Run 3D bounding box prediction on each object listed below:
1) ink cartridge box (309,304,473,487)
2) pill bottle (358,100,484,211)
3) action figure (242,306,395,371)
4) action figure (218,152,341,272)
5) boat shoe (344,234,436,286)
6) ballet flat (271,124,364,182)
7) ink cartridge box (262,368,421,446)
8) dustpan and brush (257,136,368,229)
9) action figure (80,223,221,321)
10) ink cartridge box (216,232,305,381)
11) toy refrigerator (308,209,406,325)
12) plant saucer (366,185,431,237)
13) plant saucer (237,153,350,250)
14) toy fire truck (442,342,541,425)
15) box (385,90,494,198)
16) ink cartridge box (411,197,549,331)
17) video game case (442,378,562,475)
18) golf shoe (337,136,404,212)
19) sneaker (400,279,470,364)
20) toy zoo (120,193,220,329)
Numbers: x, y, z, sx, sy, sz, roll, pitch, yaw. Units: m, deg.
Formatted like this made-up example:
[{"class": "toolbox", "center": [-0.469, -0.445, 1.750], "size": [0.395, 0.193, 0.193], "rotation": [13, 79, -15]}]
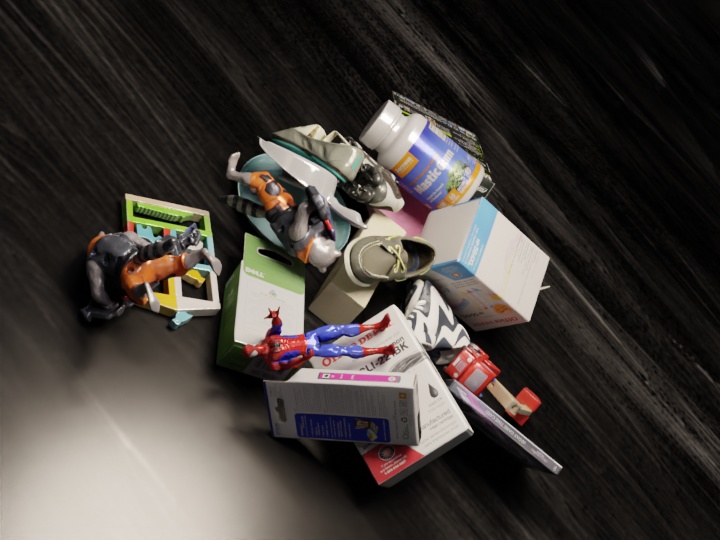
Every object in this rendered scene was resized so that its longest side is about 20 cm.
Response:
[{"class": "ink cartridge box", "center": [0.041, 0.171, 1.371], "size": [0.201, 0.144, 0.084], "rotation": [59, 2, 19]}, {"class": "pill bottle", "center": [0.098, -0.187, 1.661], "size": [0.199, 0.112, 0.113], "rotation": [37, 42, -11]}, {"class": "action figure", "center": [-0.053, 0.086, 1.288], "size": [0.198, 0.099, 0.066], "rotation": [-7, 70, -9]}, {"class": "action figure", "center": [-0.103, -0.070, 1.455], "size": [0.105, 0.200, 0.193], "rotation": [-43, 71, -9]}, {"class": "boat shoe", "center": [0.045, -0.019, 1.472], "size": [0.201, 0.060, 0.073], "rotation": [-7, 88, -60]}, {"class": "ballet flat", "center": [-0.064, -0.197, 1.596], "size": [0.199, 0.064, 0.067], "rotation": [31, -3, 43]}, {"class": "ink cartridge box", "center": [-0.022, 0.175, 1.293], "size": [0.198, 0.096, 0.037], "rotation": [0, 31, 10]}, {"class": "dustpan and brush", "center": [-0.062, -0.123, 1.511], "size": [0.199, 0.058, 0.139], "rotation": [26, -2, 21]}, {"class": "action figure", "center": [-0.268, -0.022, 1.275], "size": [0.200, 0.192, 0.105], "rotation": [-48, 133, -34]}, {"class": "ink cartridge box", "center": [-0.135, 0.053, 1.403], "size": [0.103, 0.059, 0.201], "rotation": [21, 43, -22]}, {"class": "toy refrigerator", "center": [0.000, 0.000, 1.542], "size": [0.070, 0.076, 0.201], "rotation": [37, 41, -6]}, {"class": "plant saucer", "center": [0.088, -0.090, 1.703], "size": [0.199, 0.051, 0.202], "rotation": [21, 45, -23]}, {"class": "plant saucer", "center": [-0.107, -0.097, 1.575], "size": [0.199, 0.027, 0.202], "rotation": [21, 47, -24]}, {"class": "toy fire truck", "center": [0.200, 0.174, 1.505], "size": [0.141, 0.049, 0.200], "rotation": [43, 7, 11]}, {"class": "box", "center": [0.139, -0.229, 1.827], "size": [0.198, 0.048, 0.194], "rotation": [24, 32, -21]}, {"class": "ink cartridge box", "center": [0.198, 0.000, 1.610], "size": [0.200, 0.128, 0.126], "rotation": [38, 60, -26]}, {"class": "video game case", "center": [0.191, 0.226, 1.468], "size": [0.200, 0.143, 0.019], "rotation": [40, 79, -5]}, {"class": "golf shoe", "center": [0.007, -0.146, 1.622], "size": [0.094, 0.078, 0.200], "rotation": [30, 16, -31]}, {"class": "sneaker", "center": [0.076, 0.074, 1.538], "size": [0.198, 0.080, 0.131], "rotation": [-1, 56, -38]}, {"class": "toy zoo", "center": [-0.262, -0.010, 1.387], "size": [0.130, 0.020, 0.202], "rotation": [11, 50, -30]}]
